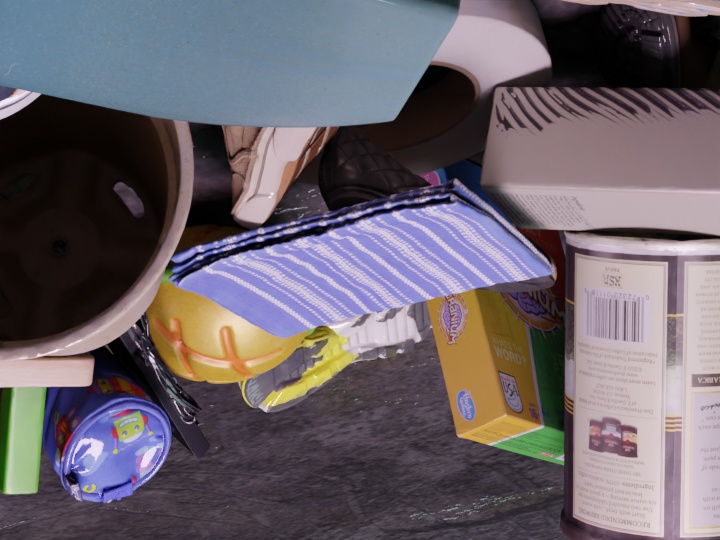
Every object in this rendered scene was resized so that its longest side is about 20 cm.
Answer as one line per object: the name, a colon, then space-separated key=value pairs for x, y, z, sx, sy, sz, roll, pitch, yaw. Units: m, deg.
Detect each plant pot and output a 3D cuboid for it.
plant pot: x=-0.059 y=-0.148 z=0.803 sx=0.199 sy=0.142 sz=0.141 roll=16 pitch=149 yaw=-12
plant pot: x=-0.186 y=-0.032 z=1.044 sx=0.199 sy=0.202 sz=0.184 roll=-11 pitch=168 yaw=-2

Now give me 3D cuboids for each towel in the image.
towel: x=0.000 y=0.000 z=1.119 sx=0.199 sy=0.024 sz=0.145 roll=-13 pitch=155 yaw=25

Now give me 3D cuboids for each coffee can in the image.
coffee can: x=0.203 y=0.071 z=1.183 sx=0.145 sy=0.201 sz=0.146 roll=0 pitch=-172 yaw=0

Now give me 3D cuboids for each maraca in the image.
maraca: x=-0.116 y=0.024 z=1.285 sx=0.137 sy=0.108 sz=0.199 roll=28 pitch=160 yaw=-37

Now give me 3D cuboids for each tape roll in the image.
tape roll: x=0.018 y=-0.114 z=1.121 sx=0.202 sy=0.037 sz=0.203 roll=-10 pitch=157 yaw=-4

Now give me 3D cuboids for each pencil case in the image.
pencil case: x=-0.200 y=0.086 z=1.258 sx=0.078 sy=0.200 sz=0.087 roll=-6 pitch=117 yaw=-30

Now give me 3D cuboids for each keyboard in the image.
keyboard: x=-0.150 y=0.048 z=1.220 sx=0.021 sy=0.127 sz=0.200 roll=-38 pitch=125 yaw=-14

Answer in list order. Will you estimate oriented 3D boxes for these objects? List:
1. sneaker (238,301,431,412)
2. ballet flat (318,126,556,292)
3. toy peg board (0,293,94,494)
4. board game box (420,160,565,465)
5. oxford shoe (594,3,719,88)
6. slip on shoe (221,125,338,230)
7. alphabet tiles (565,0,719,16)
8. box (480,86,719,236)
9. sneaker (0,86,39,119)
sneaker: x=-0.020 y=0.028 z=1.384 sx=0.199 sy=0.085 sz=0.075 roll=-24 pitch=139 yaw=-27
ballet flat: x=0.056 y=-0.033 z=1.153 sx=0.200 sy=0.057 sz=0.066 roll=27 pitch=146 yaw=-38
toy peg board: x=-0.299 y=0.072 z=1.168 sx=0.199 sy=0.098 sz=0.199 roll=2 pitch=-166 yaw=-28
board game box: x=0.101 y=0.028 z=1.273 sx=0.040 sy=0.201 sz=0.153 roll=-27 pitch=153 yaw=29
oxford shoe: x=0.199 y=-0.131 z=1.158 sx=0.084 sy=0.073 sz=0.200 roll=-38 pitch=152 yaw=-6
slip on shoe: x=-0.052 y=-0.084 z=1.045 sx=0.076 sy=0.060 sz=0.200 roll=-53 pitch=180 yaw=-19
alphabet tiles: x=0.092 y=-0.155 z=0.949 sx=0.199 sy=0.015 sz=0.196 roll=8 pitch=-174 yaw=-10
box: x=0.178 y=-0.065 z=1.095 sx=0.199 sy=0.069 sz=0.082 roll=3 pitch=163 yaw=23
sneaker: x=-0.163 y=-0.139 z=0.930 sx=0.199 sy=0.079 sz=0.079 roll=-24 pitch=161 yaw=-1
